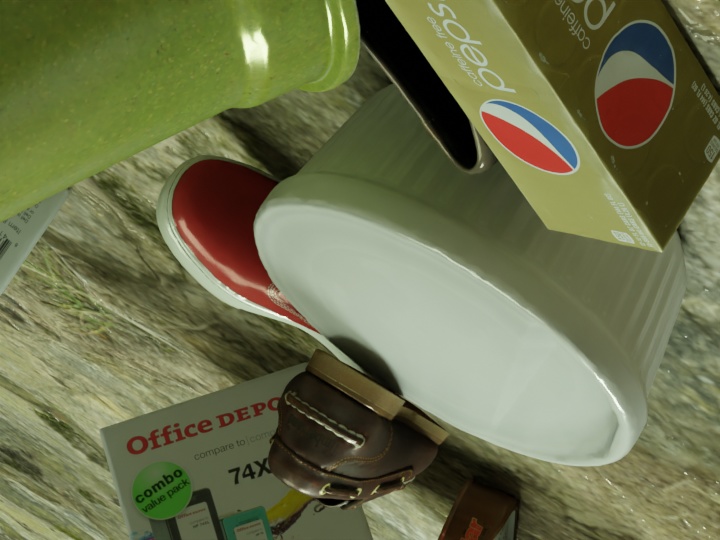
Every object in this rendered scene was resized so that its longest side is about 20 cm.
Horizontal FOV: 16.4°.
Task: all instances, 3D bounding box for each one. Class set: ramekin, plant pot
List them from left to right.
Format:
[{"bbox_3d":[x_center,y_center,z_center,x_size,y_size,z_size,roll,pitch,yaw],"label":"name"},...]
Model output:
[{"bbox_3d":[-0.131,-0.108,0.977,0.201,0.184,0.201,48,162,20],"label":"plant pot"},{"bbox_3d":[0.059,-0.004,1.147,0.202,0.094,0.203,29,160,12],"label":"ramekin"}]

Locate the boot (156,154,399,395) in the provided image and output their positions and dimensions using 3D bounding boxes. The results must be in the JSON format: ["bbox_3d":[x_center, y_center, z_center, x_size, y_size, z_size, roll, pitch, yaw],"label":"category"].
[{"bbox_3d":[0.000,0.000,1.288,0.200,0.073,0.144,34,162,-26],"label":"boot"}]

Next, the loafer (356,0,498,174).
[{"bbox_3d":[0.008,-0.120,0.999,0.200,0.063,0.072,44,158,-27],"label":"loafer"}]

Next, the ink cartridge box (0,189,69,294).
[{"bbox_3d":[-0.297,-0.010,1.521,0.146,0.201,0.083,40,159,-20],"label":"ink cartridge box"}]

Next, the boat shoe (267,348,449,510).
[{"bbox_3d":[-0.007,0.087,1.279,0.070,0.071,0.200,27,178,17],"label":"boat shoe"}]

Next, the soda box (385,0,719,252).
[{"bbox_3d":[0.068,-0.096,0.956,0.064,0.068,0.200,14,152,44],"label":"soda box"}]

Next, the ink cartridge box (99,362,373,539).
[{"bbox_3d":[-0.065,0.191,1.580,0.146,0.146,0.201,85,167,-65],"label":"ink cartridge box"}]

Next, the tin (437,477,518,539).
[{"bbox_3d":[0.066,0.205,1.601,0.042,0.113,0.200,17,159,9],"label":"tin"}]
